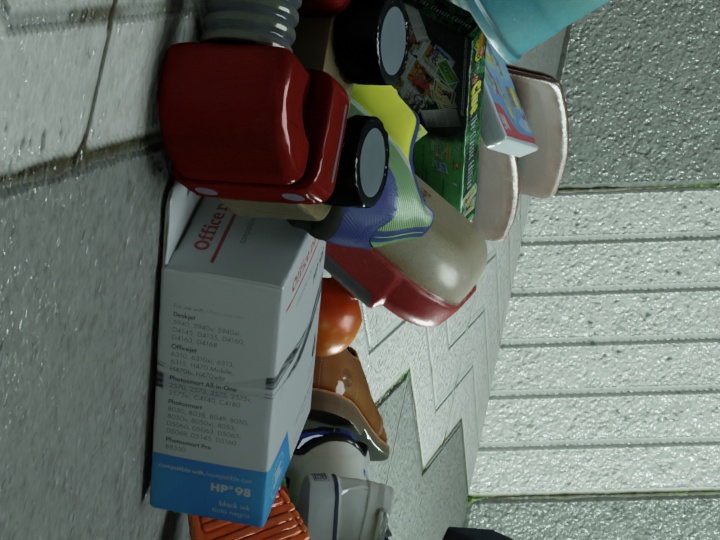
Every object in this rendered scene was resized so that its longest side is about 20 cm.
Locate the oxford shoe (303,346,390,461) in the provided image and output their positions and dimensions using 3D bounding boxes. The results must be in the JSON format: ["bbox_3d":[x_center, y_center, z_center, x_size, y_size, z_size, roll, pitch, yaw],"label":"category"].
[{"bbox_3d":[-0.014,0.089,2.059,0.200,0.071,0.071,77,19,-72],"label":"oxford shoe"}]

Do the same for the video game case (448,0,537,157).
[{"bbox_3d":[0.069,-0.175,2.032,0.143,0.017,0.200,2,67,-78],"label":"video game case"}]

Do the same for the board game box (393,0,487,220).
[{"bbox_3d":[0.032,-0.114,1.954,0.023,0.105,0.200,-51,159,-31],"label":"board game box"}]

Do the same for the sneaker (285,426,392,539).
[{"bbox_3d":[-0.024,0.171,1.977,0.199,0.080,0.115,109,-19,-51],"label":"sneaker"}]

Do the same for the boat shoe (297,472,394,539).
[{"bbox_3d":[-0.010,0.226,1.832,0.072,0.066,0.200,129,-35,-74],"label":"boat shoe"}]

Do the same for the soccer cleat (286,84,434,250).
[{"bbox_3d":[-0.009,-0.092,1.574,0.065,0.084,0.200,123,-34,-44],"label":"soccer cleat"}]

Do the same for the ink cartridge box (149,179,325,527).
[{"bbox_3d":[-0.063,0.021,1.580,0.116,0.067,0.200,-68,167,-54],"label":"ink cartridge box"}]

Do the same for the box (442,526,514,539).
[{"bbox_3d":[0.077,0.263,1.872,0.182,0.104,0.200,-65,169,-1],"label":"box"}]

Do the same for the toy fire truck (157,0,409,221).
[{"bbox_3d":[-0.038,-0.131,1.416,0.200,0.129,0.176,39,58,-64],"label":"toy fire truck"}]

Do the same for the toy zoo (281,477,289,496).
[{"bbox_3d":[-0.058,0.215,1.860,0.200,0.020,0.131,-108,-156,-68],"label":"toy zoo"}]

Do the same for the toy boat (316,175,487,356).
[{"bbox_3d":[0.000,0.000,1.929,0.131,0.130,0.200,-49,177,12],"label":"toy boat"}]

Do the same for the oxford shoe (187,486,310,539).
[{"bbox_3d":[-0.062,0.197,1.700,0.073,0.071,0.200,-35,-108,61],"label":"oxford shoe"}]

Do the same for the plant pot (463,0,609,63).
[{"bbox_3d":[0.132,-0.258,1.847,0.200,0.188,0.200,60,12,-21],"label":"plant pot"}]

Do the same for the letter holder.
[{"bbox_3d":[0.077,-0.070,2.203,0.200,0.142,0.101,85,18,-66],"label":"letter holder"}]
